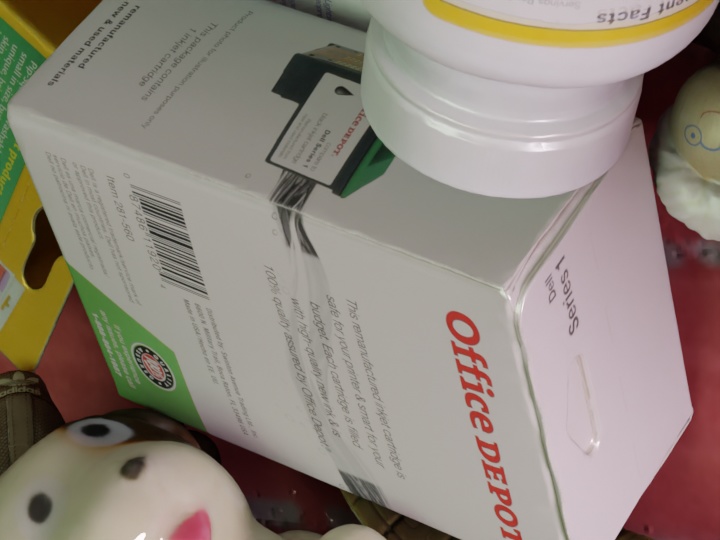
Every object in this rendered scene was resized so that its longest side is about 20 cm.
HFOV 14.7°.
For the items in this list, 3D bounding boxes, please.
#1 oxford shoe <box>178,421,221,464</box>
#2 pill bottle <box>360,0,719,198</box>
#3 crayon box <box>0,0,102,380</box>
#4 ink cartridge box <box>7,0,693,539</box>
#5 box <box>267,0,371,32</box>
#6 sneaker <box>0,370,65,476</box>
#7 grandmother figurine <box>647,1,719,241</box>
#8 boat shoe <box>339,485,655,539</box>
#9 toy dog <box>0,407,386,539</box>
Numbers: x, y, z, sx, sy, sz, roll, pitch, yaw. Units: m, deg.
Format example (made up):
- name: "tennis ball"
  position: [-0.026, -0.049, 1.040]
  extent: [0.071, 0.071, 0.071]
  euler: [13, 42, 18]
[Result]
- name: "oxford shoe"
  position: [-0.050, 0.153, 1.056]
  extent: [0.084, 0.073, 0.201]
  euler: [-3, 100, 11]
- name: "pill bottle"
  position: [0.052, -0.121, 0.746]
  extent: [0.112, 0.112, 0.201]
  euler: [34, 137, 24]
- name: "crayon box"
  position: [-0.156, -0.072, 1.059]
  extent: [0.200, 0.051, 0.126]
  euler: [42, 127, 20]
- name: "ink cartridge box"
  position: [0.000, 0.000, 0.910]
  extent: [0.199, 0.084, 0.147]
  euler: [20, 146, 30]
- name: "box"
  position: [-0.006, -0.112, 0.911]
  extent: [0.199, 0.041, 0.119]
  euler: [27, 144, 26]
- name: "sneaker"
  position: [-0.124, 0.116, 1.084]
  extent: [0.200, 0.070, 0.076]
  euler: [102, 166, -54]
- name: "grandmother figurine"
  position: [0.117, -0.106, 0.834]
  extent: [0.121, 0.060, 0.201]
  euler: [19, 114, 41]
- name: "boat shoe"
  position: [0.064, 0.108, 0.939]
  extent: [0.201, 0.072, 0.066]
  euler: [34, 153, 37]
- name: "toy dog"
  position: [-0.050, 0.137, 0.951]
  extent: [0.200, 0.139, 0.194]
  euler: [55, 154, -8]
